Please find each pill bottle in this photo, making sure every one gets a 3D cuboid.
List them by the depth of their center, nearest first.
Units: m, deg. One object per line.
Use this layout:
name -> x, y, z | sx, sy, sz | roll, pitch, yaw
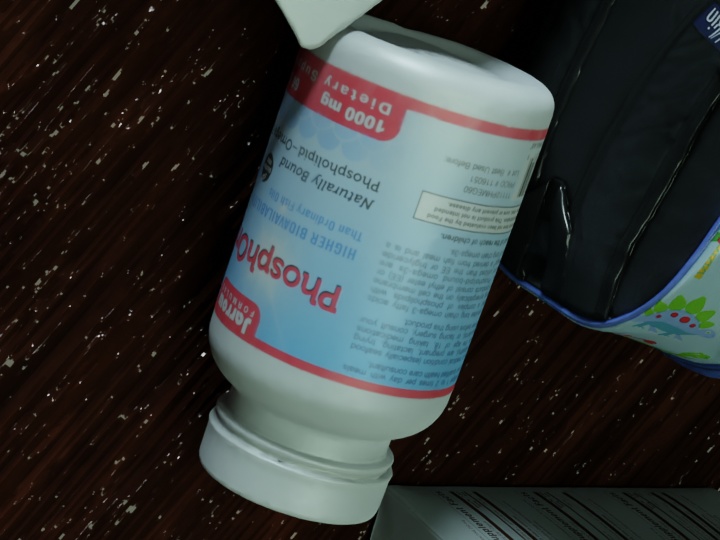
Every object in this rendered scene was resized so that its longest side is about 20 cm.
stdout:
pill bottle -> 0.000, 0.000, 0.931 | 0.109, 0.109, 0.200 | 12, 104, -31

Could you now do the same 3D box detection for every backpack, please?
backpack -> 0.159, -0.059, 0.946 | 0.147, 0.183, 0.200 | 22, 101, -33

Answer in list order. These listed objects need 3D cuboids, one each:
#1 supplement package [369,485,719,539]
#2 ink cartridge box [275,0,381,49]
supplement package -> 0.107, 0.218, 1.056 | 0.200, 0.147, 0.191 | 4, 109, -30
ink cartridge box -> 0.020, -0.194, 0.883 | 0.200, 0.068, 0.116 | -37, 121, -10
